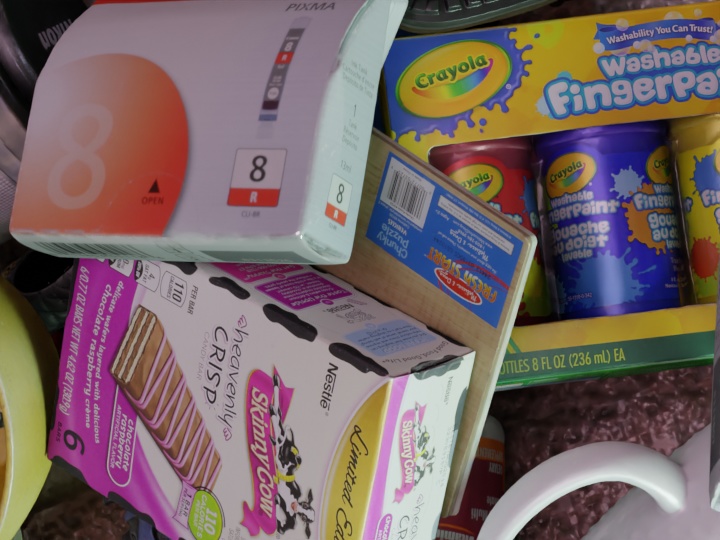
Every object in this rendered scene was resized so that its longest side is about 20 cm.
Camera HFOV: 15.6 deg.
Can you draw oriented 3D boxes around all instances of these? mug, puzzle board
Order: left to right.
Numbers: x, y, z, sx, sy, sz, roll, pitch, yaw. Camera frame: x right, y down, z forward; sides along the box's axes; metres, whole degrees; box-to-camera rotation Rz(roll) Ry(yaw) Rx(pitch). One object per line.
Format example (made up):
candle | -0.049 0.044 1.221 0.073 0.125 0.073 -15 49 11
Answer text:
puzzle board | -0.010 -0.001 1.199 0.200 0.017 0.151 35 125 30
mug | 0.139 0.153 1.195 0.200 0.148 0.175 38 112 -25

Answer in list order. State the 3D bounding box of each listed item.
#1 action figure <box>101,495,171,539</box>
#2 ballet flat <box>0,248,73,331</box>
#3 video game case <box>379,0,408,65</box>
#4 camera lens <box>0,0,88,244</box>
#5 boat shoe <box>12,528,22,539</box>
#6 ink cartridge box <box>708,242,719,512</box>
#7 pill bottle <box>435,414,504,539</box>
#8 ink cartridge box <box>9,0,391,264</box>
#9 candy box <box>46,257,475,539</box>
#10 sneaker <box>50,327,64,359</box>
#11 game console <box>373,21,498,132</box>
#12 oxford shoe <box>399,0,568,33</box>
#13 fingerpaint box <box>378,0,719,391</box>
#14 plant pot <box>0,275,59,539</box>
action figure | -0.101 0.195 1.368 0.193 0.105 0.200 -30 46 14
ballet flat | -0.145 -0.012 1.356 0.200 0.057 0.067 -21 35 57
video game case | -0.060 -0.117 1.266 0.200 0.022 0.183 54 136 36
camera lens | -0.237 -0.078 1.386 0.200 0.160 0.160 -27 77 20
boat shoe | -0.231 0.131 1.412 0.074 0.066 0.200 -12 67 -22
ink cartridge box | 0.253 0.034 1.133 0.199 0.057 0.163 6 64 0
pill bottle | 0.015 0.169 1.278 0.109 0.110 0.201 -3 79 24
ink cartridge box | -0.066 -0.104 1.165 0.162 0.050 0.201 1 79 32
candy box | -0.051 0.063 1.201 0.200 0.061 0.137 27 117 35
sneaker | -0.117 0.051 1.351 0.199 0.112 0.071 -12 86 22
game console | -0.038 -0.141 1.331 0.200 0.176 0.117 21 67 23
oxford shoe | 0.085 -0.149 1.245 0.073 0.200 0.084 53 149 19
fingerpaint box | 0.115 -0.034 1.236 0.199 0.073 0.167 -6 84 -1
plant pot | -0.228 0.065 1.313 0.199 0.142 0.201 4 101 21
